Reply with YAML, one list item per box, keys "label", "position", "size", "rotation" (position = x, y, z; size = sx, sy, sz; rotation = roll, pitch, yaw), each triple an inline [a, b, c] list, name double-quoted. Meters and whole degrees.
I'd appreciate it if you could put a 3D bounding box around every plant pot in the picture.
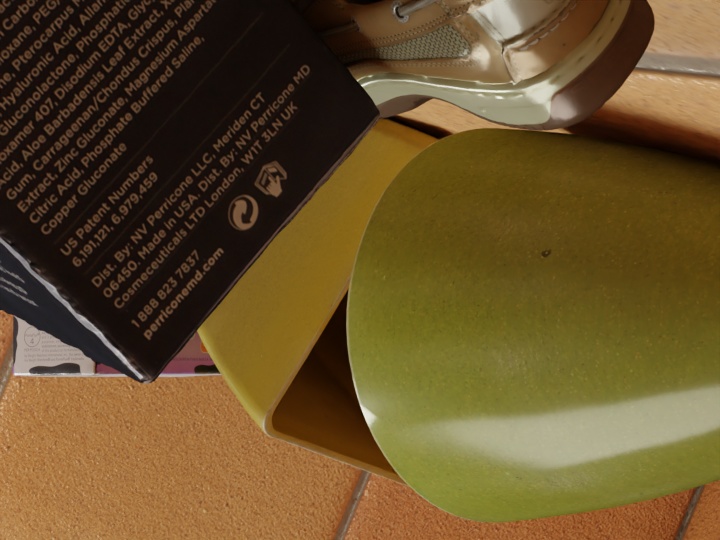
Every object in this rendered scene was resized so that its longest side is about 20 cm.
- label: "plant pot"
  position: [0.128, 0.021, 0.937]
  size: [0.187, 0.187, 0.200]
  rotation: [25, 162, -36]
- label: "plant pot"
  position: [0.000, 0.000, 1.359]
  size: [0.200, 0.200, 0.176]
  rotation: [25, -172, -48]

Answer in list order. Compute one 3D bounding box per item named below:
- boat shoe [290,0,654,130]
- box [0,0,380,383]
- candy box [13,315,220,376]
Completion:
- label: "boat shoe"
  position: [0.006, -0.093, 0.669]
  size: [0.076, 0.072, 0.200]
  rotation: [41, 162, -29]
- label: "box"
  position: [-0.131, -0.087, 0.668]
  size: [0.200, 0.117, 0.197]
  rotation: [48, 165, -29]
- label: "candy box"
  position: [-0.151, -0.030, 1.403]
  size: [0.071, 0.200, 0.168]
  rotation: [-3, 175, 30]
